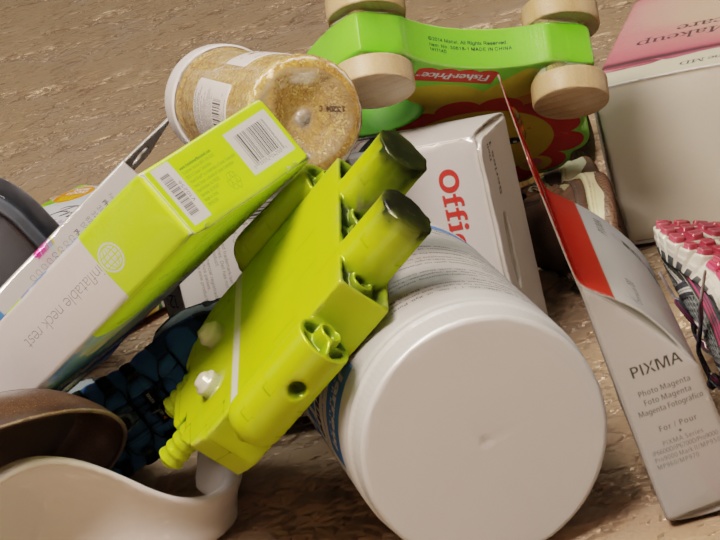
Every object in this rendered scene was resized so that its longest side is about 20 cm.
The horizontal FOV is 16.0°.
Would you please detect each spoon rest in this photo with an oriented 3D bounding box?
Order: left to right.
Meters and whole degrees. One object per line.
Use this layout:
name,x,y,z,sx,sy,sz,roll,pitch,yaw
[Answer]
spoon rest,-0.134,0.131,1.337,0.060,0.100,0.199,25,29,38

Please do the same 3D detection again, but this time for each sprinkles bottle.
sprinkles bottle,-0.058,-0.092,1.453,0.068,0.069,0.200,-21,12,-14

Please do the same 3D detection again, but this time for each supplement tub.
supplement tub,0.038,0.056,1.320,0.131,0.133,0.200,-19,18,-8

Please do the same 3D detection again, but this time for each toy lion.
toy lion,0.051,-0.099,1.543,0.198,0.069,0.192,2,-24,-21

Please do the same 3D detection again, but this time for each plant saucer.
plant saucer,-0.217,0.116,1.337,0.199,0.032,0.200,-27,-20,-10

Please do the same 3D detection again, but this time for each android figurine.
android figurine,-0.038,0.022,1.302,0.200,0.041,0.183,-47,22,25

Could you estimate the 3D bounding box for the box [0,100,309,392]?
box,-0.124,0.001,1.349,0.200,0.048,0.122,-43,-3,36

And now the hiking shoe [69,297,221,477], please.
hiking shoe,-0.123,0.085,1.435,0.200,0.075,0.087,-32,10,37

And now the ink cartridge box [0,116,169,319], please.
ink cartridge box,-0.168,0.006,1.572,0.200,0.068,0.115,-48,2,-15

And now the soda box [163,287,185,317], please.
soda box,-0.028,0.001,1.643,0.199,0.064,0.068,-30,20,-35

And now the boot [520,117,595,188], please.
boot,0.053,-0.075,1.796,0.199,0.067,0.175,-14,8,22

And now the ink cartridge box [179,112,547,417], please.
ink cartridge box,0.000,0.000,1.487,0.198,0.147,0.084,-9,12,18

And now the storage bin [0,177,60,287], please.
storage bin,-0.282,0.031,1.697,0.199,0.146,0.135,4,54,46

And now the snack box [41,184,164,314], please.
snack box,-0.189,-0.010,1.831,0.142,0.053,0.199,-29,22,-37

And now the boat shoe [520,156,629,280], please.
boat shoe,0.124,-0.020,1.575,0.074,0.075,0.202,-18,6,3

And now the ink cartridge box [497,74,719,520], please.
ink cartridge box,0.129,0.005,1.278,0.057,0.201,0.163,-17,18,3

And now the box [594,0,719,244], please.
box,0.235,-0.110,1.669,0.127,0.110,0.200,-10,19,18

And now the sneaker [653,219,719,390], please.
sneaker,0.198,0.025,1.333,0.080,0.075,0.200,5,20,-9
